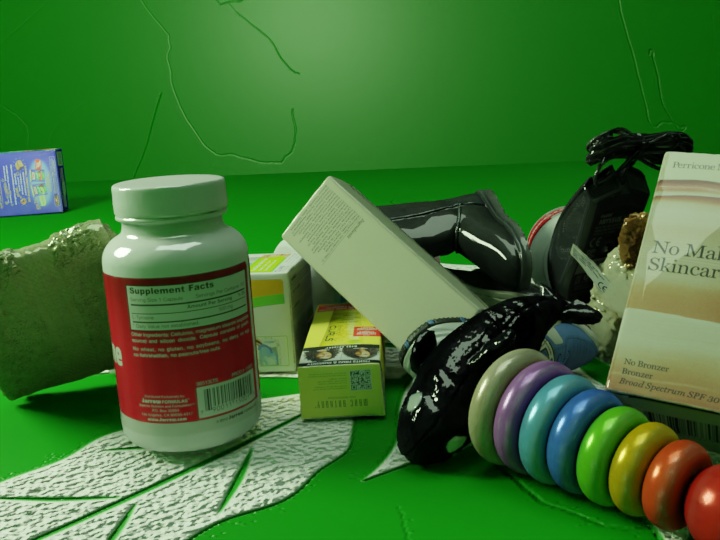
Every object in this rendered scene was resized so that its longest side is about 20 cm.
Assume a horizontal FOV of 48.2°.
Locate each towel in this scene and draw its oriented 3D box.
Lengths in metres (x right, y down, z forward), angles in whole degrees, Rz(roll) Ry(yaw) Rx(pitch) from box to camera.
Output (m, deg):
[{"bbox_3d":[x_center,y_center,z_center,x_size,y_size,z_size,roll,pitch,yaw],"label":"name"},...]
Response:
[{"bbox_3d":[-0.268,0.041,0.711,0.148,0.200,0.037,-19,56,-15],"label":"towel"}]

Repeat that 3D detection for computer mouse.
[{"bbox_3d":[0.236,-0.052,0.793,0.138,0.201,0.053,-5,33,-32],"label":"computer mouse"}]

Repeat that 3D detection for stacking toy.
[{"bbox_3d":[0.164,0.115,0.500,0.085,0.086,0.200,-12,19,-36],"label":"stacking toy"}]

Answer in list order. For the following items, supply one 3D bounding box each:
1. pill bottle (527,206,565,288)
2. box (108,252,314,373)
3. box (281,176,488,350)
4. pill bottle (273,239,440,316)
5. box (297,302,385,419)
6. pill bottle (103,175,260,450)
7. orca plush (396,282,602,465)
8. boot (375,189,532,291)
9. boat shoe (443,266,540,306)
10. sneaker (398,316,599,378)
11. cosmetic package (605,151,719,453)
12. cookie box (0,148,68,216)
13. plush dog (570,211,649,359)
[{"bbox_3d":[0.253,-0.017,0.944,0.112,0.113,0.200,-1,7,10],"label":"pill bottle"},{"bbox_3d":[-0.158,0.043,0.847,0.199,0.102,0.113,-2,12,8],"label":"box"},{"bbox_3d":[0.025,0.003,0.771,0.200,0.082,0.068,44,11,19],"label":"box"},{"bbox_3d":[0.000,0.000,0.978,0.199,0.111,0.111,-13,15,-34],"label":"pill bottle"},{"bbox_3d":[-0.013,0.079,0.763,0.075,0.050,0.200,-3,12,4],"label":"box"},{"bbox_3d":[-0.141,0.029,0.637,0.112,0.201,0.112,-3,12,1],"label":"pill bottle"},{"bbox_3d":[0.111,0.068,0.600,0.200,0.105,0.071,-23,-15,-25],"label":"orca plush"},{"bbox_3d":[0.062,-0.021,0.848,0.199,0.066,0.165,-7,31,-8],"label":"boot"},{"bbox_3d":[0.129,0.031,0.894,0.200,0.074,0.060,10,18,38],"label":"boat shoe"},{"bbox_3d":[0.130,0.085,0.693,0.199,0.076,0.077,-5,42,-28],"label":"sneaker"},{"bbox_3d":[0.254,0.021,0.585,0.103,0.201,0.087,7,-26,29],"label":"cosmetic package"},{"bbox_3d":[-0.904,-0.237,2.165,0.199,0.172,0.075,-4,10,-6],"label":"cookie box"},{"bbox_3d":[0.307,0.001,0.739,0.171,0.161,0.200,-22,19,-26],"label":"plush dog"}]
